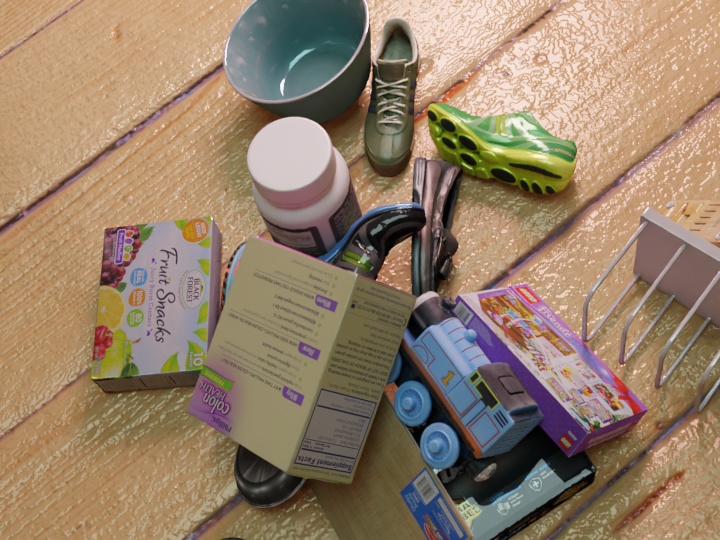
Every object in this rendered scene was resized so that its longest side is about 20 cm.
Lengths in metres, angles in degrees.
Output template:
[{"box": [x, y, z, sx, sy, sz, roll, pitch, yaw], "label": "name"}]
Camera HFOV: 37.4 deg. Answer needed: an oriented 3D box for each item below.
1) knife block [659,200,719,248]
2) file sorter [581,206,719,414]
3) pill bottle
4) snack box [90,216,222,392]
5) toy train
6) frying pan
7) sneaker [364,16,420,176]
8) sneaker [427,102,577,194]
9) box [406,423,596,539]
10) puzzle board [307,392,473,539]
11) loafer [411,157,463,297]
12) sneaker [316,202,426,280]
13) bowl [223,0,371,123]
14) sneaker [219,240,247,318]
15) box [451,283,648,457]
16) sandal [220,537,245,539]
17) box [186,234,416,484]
[{"box": [0.426, 0.006, 1.177, 0.064, 0.176, 0.200, -46, 20, -15], "label": "knife block"}, {"box": [0.346, 0.061, 1.112, 0.199, 0.139, 0.125, 34, 75, 24], "label": "file sorter"}, {"box": [-0.060, -0.079, 1.220, 0.112, 0.200, 0.114, -4, 62, 8], "label": "pill bottle"}, {"box": [-0.241, 0.040, 1.276, 0.140, 0.053, 0.202, -5, 63, 6], "label": "snack box"}, {"box": [0.089, 0.112, 1.080, 0.114, 0.086, 0.201, -47, 62, 24], "label": "toy train"}, {"box": [-0.071, 0.173, 1.161, 0.190, 0.031, 0.115, -48, 41, 2], "label": "frying pan"}, {"box": [0.037, -0.228, 1.340, 0.066, 0.090, 0.202, 4, 64, 11], "label": "sneaker"}, {"box": [0.171, -0.155, 1.299, 0.199, 0.074, 0.084, 25, 52, 19], "label": "sneaker"}, {"box": [0.124, 0.206, 1.130, 0.199, 0.046, 0.160, -31, 62, -5], "label": "box"}, {"box": [0.022, 0.233, 1.105, 0.151, 0.017, 0.201, -51, 58, 29], "label": "puzzle board"}, {"box": [0.091, -0.048, 1.254, 0.062, 0.072, 0.202, 0, 61, 4], "label": "loafer"}, {"box": [0.000, 0.000, 1.197, 0.199, 0.071, 0.083, -40, 64, 3], "label": "sneaker"}, {"box": [-0.064, -0.267, 1.359, 0.199, 0.105, 0.203, -11, 58, 18], "label": "bowl"}, {"box": [-0.118, 0.063, 1.243, 0.094, 0.079, 0.202, 5, 66, -8], "label": "sneaker"}, {"box": [0.196, 0.099, 1.127, 0.200, 0.136, 0.039, 49, 123, 27], "label": "box"}, {"box": [-0.077, 0.328, 1.099, 0.198, 0.055, 0.082, 21, 71, 19], "label": "sandal"}, {"box": [-0.062, 0.087, 1.086, 0.175, 0.096, 0.202, 19, 88, 45], "label": "box"}]
